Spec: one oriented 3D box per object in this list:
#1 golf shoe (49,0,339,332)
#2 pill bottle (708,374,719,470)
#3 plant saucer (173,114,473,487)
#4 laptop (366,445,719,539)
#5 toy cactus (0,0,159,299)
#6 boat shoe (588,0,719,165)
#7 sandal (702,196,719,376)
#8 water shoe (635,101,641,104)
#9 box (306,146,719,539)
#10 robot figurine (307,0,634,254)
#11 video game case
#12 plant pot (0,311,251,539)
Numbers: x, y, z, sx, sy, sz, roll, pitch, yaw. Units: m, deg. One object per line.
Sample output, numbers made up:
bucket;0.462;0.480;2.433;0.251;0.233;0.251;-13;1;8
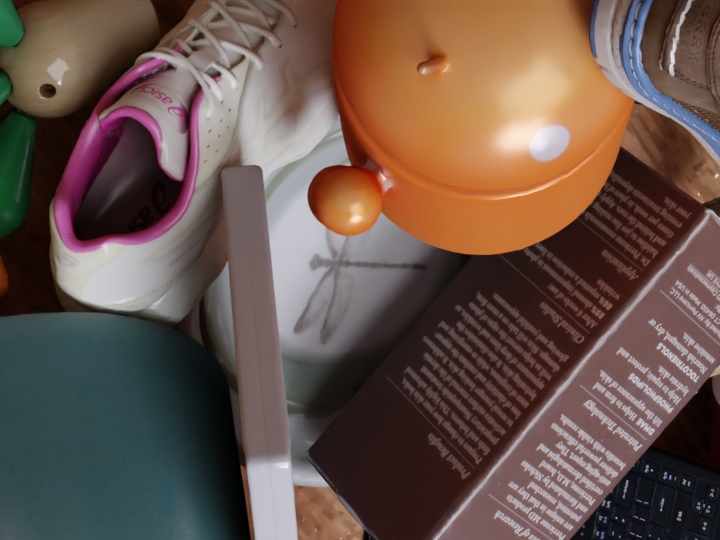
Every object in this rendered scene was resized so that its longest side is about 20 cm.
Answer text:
golf shoe;-0.057;-0.067;0.810;0.201;0.075;0.092;-61;167;-12
pill bottle;0.238;0.090;1.073;0.112;0.113;0.201;-16;122;-21
plant saucer;0.000;0.000;0.929;0.199;0.050;0.201;-13;122;-22
laptop;0.108;0.181;1.053;0.103;0.199;0.178;-38;141;-55
toy cactus;-0.154;-0.067;0.796;0.165;0.102;0.201;-32;127;-34
boat shoe;0.161;-0.057;0.726;0.199;0.072;0.073;13;104;-47
sandal;0.166;0.004;0.965;0.069;0.078;0.211;17;138;-39
water shoe;0.143;-0.105;0.933;0.199;0.079;0.072;7;112;-32
box;0.079;0.045;0.904;0.200;0.100;0.075;-48;129;3
robot figurine;0.046;-0.072;0.773;0.143;0.117;0.200;-7;167;0
video game case;-0.035;0.079;0.806;0.018;0.144;0.201;-5;138;-3
plant pot;-0.131;0.138;0.812;0.199;0.162;0.201;-13;151;-7
